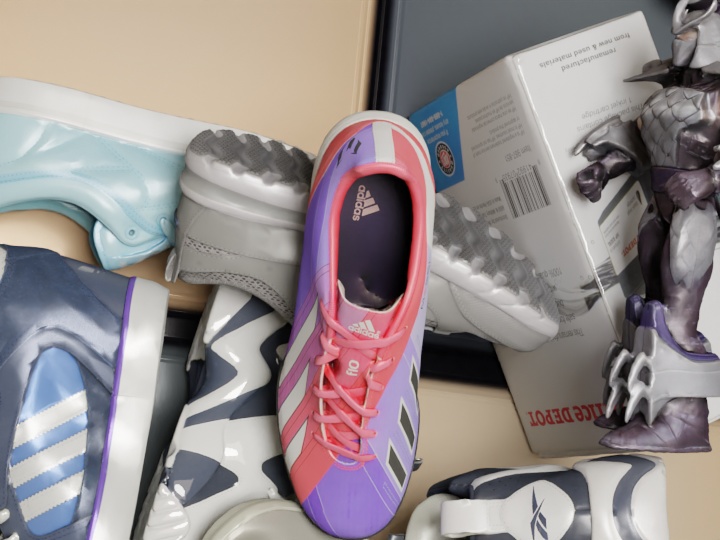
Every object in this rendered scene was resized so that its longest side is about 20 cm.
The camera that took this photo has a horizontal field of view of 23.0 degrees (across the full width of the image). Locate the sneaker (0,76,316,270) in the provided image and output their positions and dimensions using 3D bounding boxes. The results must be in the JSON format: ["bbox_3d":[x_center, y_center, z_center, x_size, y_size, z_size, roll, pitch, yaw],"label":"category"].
[{"bbox_3d":[-0.100,-0.034,0.886,0.198,0.074,0.083,13,83,-7],"label":"sneaker"}]

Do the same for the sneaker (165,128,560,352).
[{"bbox_3d":[0.000,0.000,0.856,0.199,0.075,0.082,21,114,-7],"label":"sneaker"}]

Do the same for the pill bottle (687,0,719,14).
[{"bbox_3d":[0.241,-0.178,0.996,0.199,0.111,0.112,33,74,-13],"label":"pill bottle"}]

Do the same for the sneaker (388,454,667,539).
[{"bbox_3d":[0.078,0.142,0.869,0.128,0.199,0.080,0,74,3],"label":"sneaker"}]

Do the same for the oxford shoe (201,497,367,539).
[{"bbox_3d":[-0.002,0.177,0.855,0.075,0.058,0.200,-45,124,-4],"label":"oxford shoe"}]

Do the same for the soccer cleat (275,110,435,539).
[{"bbox_3d":[-0.002,0.033,0.782,0.068,0.073,0.202,5,105,-2],"label":"soccer cleat"}]

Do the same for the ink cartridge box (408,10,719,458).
[{"bbox_3d":[0.116,-0.013,0.914,0.083,0.145,0.201,-20,90,-21],"label":"ink cartridge box"}]

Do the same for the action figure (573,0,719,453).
[{"bbox_3d":[0.140,-0.023,0.782,0.069,0.130,0.202,4,94,-11],"label":"action figure"}]

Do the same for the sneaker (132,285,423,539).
[{"bbox_3d":[-0.037,0.106,0.880,0.129,0.080,0.200,18,67,-7],"label":"sneaker"}]

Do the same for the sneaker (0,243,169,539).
[{"bbox_3d":[-0.177,0.087,0.844,0.145,0.081,0.202,10,86,-6],"label":"sneaker"}]

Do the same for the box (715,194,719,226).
[{"bbox_3d":[0.195,-0.026,0.915,0.040,0.200,0.138,-21,90,-2],"label":"box"}]
